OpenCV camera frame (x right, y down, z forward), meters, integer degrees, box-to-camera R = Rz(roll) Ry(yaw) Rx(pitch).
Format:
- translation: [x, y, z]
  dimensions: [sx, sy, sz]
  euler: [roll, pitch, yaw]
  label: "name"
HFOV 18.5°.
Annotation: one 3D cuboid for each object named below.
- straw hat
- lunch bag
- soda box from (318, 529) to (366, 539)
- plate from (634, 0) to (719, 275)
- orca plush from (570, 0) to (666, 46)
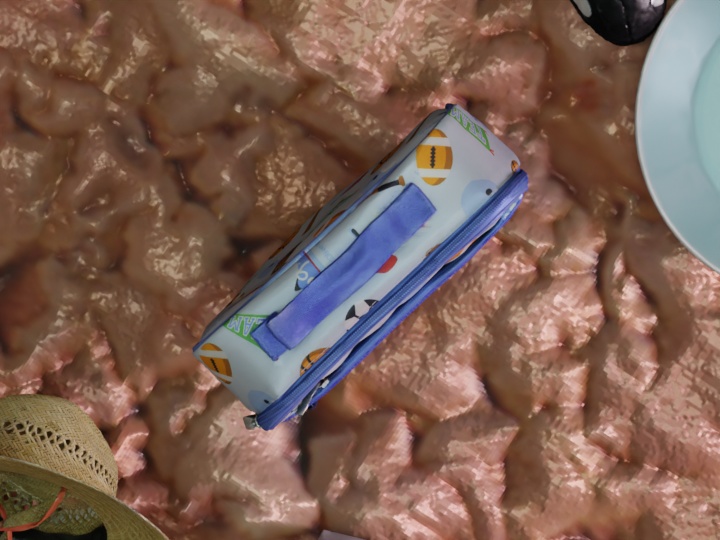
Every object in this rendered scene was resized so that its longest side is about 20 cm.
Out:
- translation: [-0.179, 0.115, 1.209]
  dimensions: [0.200, 0.202, 0.086]
  euler: [12, 53, 1]
  label: "straw hat"
- translation: [0.000, 0.000, 1.155]
  dimensions: [0.200, 0.160, 0.076]
  euler: [-44, 92, 5]
  label: "lunch bag"
- translation: [0.064, 0.204, 1.222]
  dimensions: [0.199, 0.064, 0.069]
  euler: [14, 96, 0]
  label: "soda box"
- translation: [0.248, -0.084, 1.204]
  dimensions: [0.198, 0.026, 0.202]
  euler: [0, 95, 2]
  label: "plate"
- translation: [0.133, -0.221, 1.170]
  dimensions: [0.104, 0.071, 0.202]
  euler: [6, 96, 2]
  label: "orca plush"
